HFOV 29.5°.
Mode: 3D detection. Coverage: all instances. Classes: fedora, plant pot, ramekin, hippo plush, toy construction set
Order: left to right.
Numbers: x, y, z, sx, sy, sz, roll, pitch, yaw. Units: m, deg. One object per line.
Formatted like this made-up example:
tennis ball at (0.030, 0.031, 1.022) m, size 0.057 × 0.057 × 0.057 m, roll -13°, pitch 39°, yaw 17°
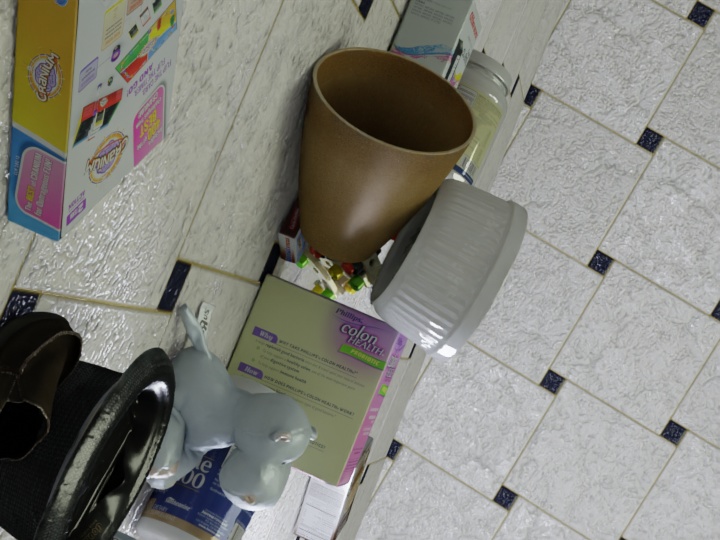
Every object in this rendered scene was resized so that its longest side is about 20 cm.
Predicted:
fedora at (-0.222, 0.138, 1.038) m, size 0.201 × 0.091 × 0.201 m, roll 22°, pitch 90°, yaw -80°
hippo plush at (-0.124, 0.154, 1.396) m, size 0.159 × 0.160 × 0.201 m, roll -1°, pitch 113°, yaw -79°
toy construction set at (0.000, 0.000, 1.692) m, size 0.092 × 0.199 × 0.131 m, roll -55°, pitch 137°, yaw -30°
plant pot at (0.007, -0.112, 1.518) m, size 0.187 × 0.186 × 0.200 m, roll -55°, pitch 171°, yaw -51°
ramekin at (0.094, -0.009, 1.546) m, size 0.201 × 0.105 × 0.200 m, roll -59°, pitch -172°, yaw 13°

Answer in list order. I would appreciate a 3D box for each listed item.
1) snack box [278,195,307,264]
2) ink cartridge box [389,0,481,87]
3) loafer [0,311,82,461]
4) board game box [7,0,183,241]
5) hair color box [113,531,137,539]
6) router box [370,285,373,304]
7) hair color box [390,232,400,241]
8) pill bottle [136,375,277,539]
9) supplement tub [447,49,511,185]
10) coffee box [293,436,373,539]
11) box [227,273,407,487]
snack box at (-0.045, -0.108, 1.648) m, size 0.072 × 0.024 × 0.200 m, roll 92°, pitch 22°, yaw -66°
ink cartridge box at (0.085, -0.268, 1.826) m, size 0.146 × 0.083 × 0.201 m, roll 27°, pitch 85°, yaw -80°
loafer at (-0.238, 0.096, 0.922) m, size 0.200 × 0.071 × 0.073 m, roll -51°, pitch 161°, yaw -58°
board game box at (-0.166, -0.140, 0.882) m, size 0.153 × 0.040 × 0.201 m, roll -56°, pitch 165°, yaw -51°
hair color box at (-0.280, 0.337, 1.257) m, size 0.099 × 0.060 × 0.200 m, roll 102°, pitch 13°, yaw -44°
router box at (0.124, -0.003, 2.412) m, size 0.062 × 0.149 × 0.200 m, roll 95°, pitch 20°, yaw -62°
hair color box at (0.019, -0.085, 1.730) m, size 0.200 × 0.101 × 0.061 m, roll -68°, pitch -178°, yaw -86°
pill bottle at (-0.157, 0.222, 1.516) m, size 0.111 × 0.111 × 0.201 m, roll 90°, pitch 24°, yaw -66°
supplement tub at (0.128, -0.212, 1.996) m, size 0.145 × 0.145 × 0.201 m, roll 76°, pitch 37°, yaw -74°
coffee box at (-0.051, 0.406, 2.570) m, size 0.114 × 0.079 × 0.201 m, roll -50°, pitch 159°, yaw -60°
box at (-0.062, 0.131, 1.635) m, size 0.097 × 0.175 × 0.201 m, roll 31°, pitch 80°, yaw -80°
